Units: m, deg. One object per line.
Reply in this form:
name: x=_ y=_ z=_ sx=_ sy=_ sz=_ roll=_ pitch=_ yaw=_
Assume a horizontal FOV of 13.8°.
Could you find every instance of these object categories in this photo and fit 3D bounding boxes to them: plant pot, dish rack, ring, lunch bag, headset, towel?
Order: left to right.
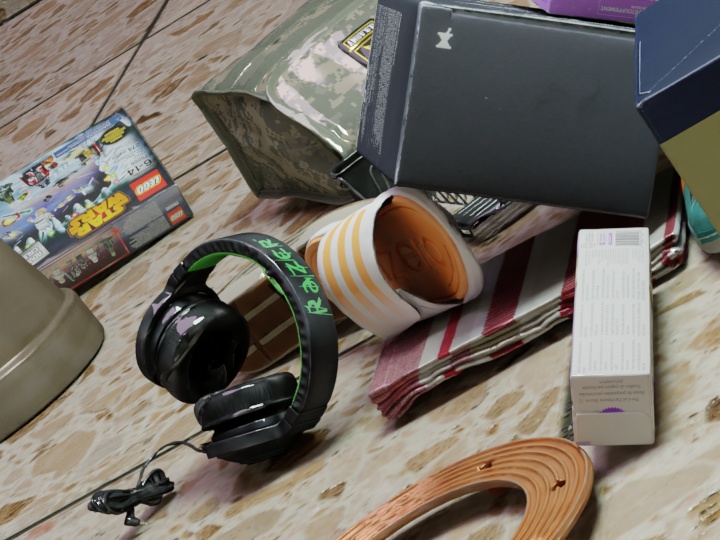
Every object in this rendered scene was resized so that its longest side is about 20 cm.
plant pot: x=-0.320 y=0.034 z=2.211 sx=0.200 sy=0.174 sz=0.200 roll=-33 pitch=14 yaw=10
headset: x=-0.091 y=0.069 z=1.738 sx=0.094 sy=0.124 sz=0.200 roll=-14 pitch=-34 yaw=-44
lunch bag: x=-0.001 y=-0.134 z=2.163 sx=0.164 sy=0.118 sz=0.200 roll=-41 pitch=22 yaw=-21
ring: x=0.029 y=0.148 z=1.429 sx=0.200 sy=0.019 sz=0.200 roll=-32 pitch=14 yaw=9
dish rack: x=0.080 y=-0.083 z=1.952 sx=0.153 sy=0.055 sz=0.200 roll=-39 pitch=16 yaw=-13
towel: x=0.100 y=0.009 z=1.696 sx=0.200 sy=0.023 sz=0.144 roll=-28 pitch=14 yaw=17

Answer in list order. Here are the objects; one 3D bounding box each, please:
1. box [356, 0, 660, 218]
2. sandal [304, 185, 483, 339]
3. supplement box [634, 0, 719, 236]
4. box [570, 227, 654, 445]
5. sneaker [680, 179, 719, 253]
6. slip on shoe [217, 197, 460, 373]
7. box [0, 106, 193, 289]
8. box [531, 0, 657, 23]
box: x=0.084 y=-0.099 z=1.703 sx=0.148 sy=0.104 sz=0.200 roll=8 pitch=7 yaw=-6
sandal: x=0.005 y=0.007 z=1.727 sx=0.059 sy=0.079 sz=0.207 roll=-39 pitch=6 yaw=-23
supplement box: x=0.249 y=-0.057 z=1.241 sx=0.200 sy=0.200 sz=0.134 roll=-30 pitch=16 yaw=16
box: x=0.128 y=0.030 z=1.511 sx=0.041 sy=0.039 sz=0.200 roll=-3 pitch=21 yaw=6
sneaker: x=0.195 y=-0.075 z=1.632 sx=0.071 sy=0.080 sz=0.200 roll=-30 pitch=16 yaw=16
slip on shoe: x=-0.017 y=-0.001 z=1.876 sx=0.200 sy=0.076 sz=0.061 roll=-33 pitch=20 yaw=35
box: x=-0.248 y=-0.038 z=2.412 sx=0.200 sy=0.040 sz=0.137 roll=-32 pitch=40 yaw=-5
box: x=0.151 y=-0.177 z=1.727 sx=0.137 sy=0.039 sz=0.200 roll=6 pitch=14 yaw=-13
